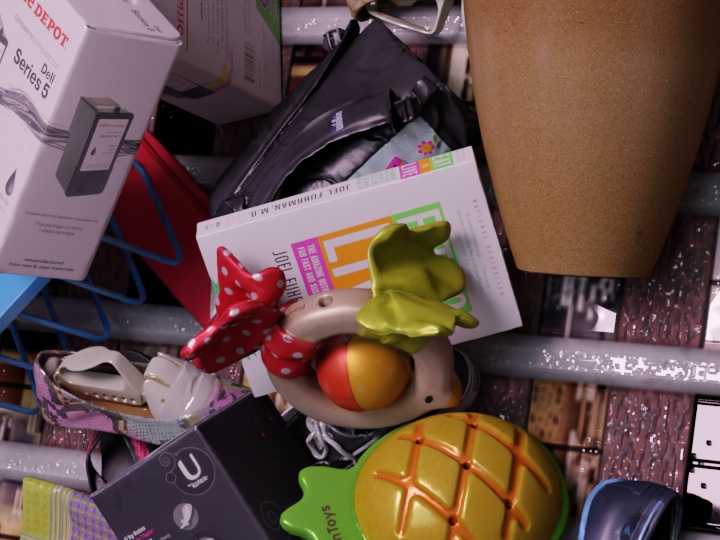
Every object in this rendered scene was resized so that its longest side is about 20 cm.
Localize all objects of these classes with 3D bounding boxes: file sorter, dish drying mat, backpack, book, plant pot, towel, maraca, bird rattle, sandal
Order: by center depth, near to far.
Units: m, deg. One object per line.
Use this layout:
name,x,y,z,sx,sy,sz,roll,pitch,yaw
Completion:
bird rattle,-0.013,0.055,1.329,0.200,0.163,0.113,-18,41,11
plant pot,0.156,-0.098,1.339,0.186,0.186,0.200,6,95,31
maraca,0.047,0.165,1.342,0.200,0.107,0.137,-15,54,-16
book,0.000,0.000,1.376,0.200,0.134,0.048,-16,27,5
backpack,-0.012,-0.070,1.436,0.200,0.127,0.167,-46,29,5
towel,-0.197,0.253,1.520,0.200,0.023,0.144,19,103,29
sandal,-0.186,0.159,1.542,0.075,0.045,0.200,-5,76,31
file sorter,-0.257,0.000,1.556,0.200,0.123,0.139,-45,49,21
dish drying mat,-0.155,-0.039,1.585,0.077,0.018,0.200,-51,60,12

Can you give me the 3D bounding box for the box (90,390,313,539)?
box,-0.076,0.202,1.385,0.106,0.122,0.200,-34,88,22

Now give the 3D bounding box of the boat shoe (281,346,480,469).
boat shoe,-0.009,0.110,1.437,0.199,0.068,0.074,-23,68,24

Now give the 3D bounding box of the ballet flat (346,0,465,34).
ballet flat,0.072,-0.210,1.472,0.200,0.070,0.065,7,98,37

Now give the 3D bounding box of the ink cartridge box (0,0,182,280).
ink cartridge box,-0.224,-0.116,1.397,0.146,0.084,0.200,47,121,42

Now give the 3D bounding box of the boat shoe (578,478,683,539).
boat shoe,0.176,0.237,1.290,0.069,0.084,0.200,-6,78,41

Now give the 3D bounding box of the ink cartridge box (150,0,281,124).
ink cartridge box,-0.141,-0.196,1.506,0.067,0.200,0.117,-9,74,28

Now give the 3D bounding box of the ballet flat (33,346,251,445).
ballet flat,-0.167,0.091,1.488,0.200,0.071,0.069,5,44,26
